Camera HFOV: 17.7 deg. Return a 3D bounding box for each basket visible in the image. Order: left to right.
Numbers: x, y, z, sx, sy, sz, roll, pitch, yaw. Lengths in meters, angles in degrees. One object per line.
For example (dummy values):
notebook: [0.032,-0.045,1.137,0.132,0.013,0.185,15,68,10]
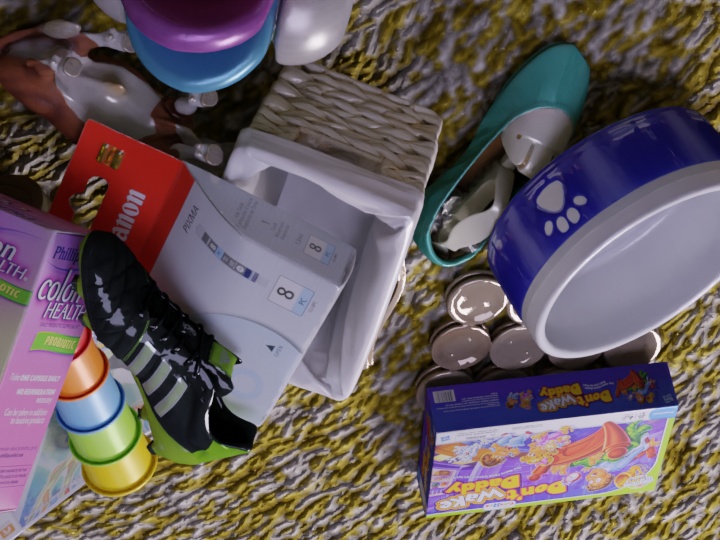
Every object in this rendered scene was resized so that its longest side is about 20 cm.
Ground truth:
basket: [-0.031,-0.031,1.617,0.135,0.124,0.200,22,135,1]

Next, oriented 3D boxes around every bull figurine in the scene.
bull figurine: [-0.155,-0.106,1.569,0.200,0.065,0.121,27,159,-27]

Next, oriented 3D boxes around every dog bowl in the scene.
dog bowl: [0.196,-0.027,1.709,0.200,0.079,0.200,-26,153,-14]

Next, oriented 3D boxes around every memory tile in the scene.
memory tile: [0.150,0.057,1.866,0.199,0.017,0.154,1,132,-16]

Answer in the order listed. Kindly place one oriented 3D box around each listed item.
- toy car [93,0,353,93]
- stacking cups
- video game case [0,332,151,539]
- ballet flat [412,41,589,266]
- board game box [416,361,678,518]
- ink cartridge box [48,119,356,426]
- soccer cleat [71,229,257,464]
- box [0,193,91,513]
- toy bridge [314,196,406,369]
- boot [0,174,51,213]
toy car: [-0.092,-0.198,1.440,0.174,0.150,0.200,16,131,3]
stacking cups: [-0.195,0.086,1.667,0.060,0.061,0.200,-15,141,-2]
video game case: [-0.225,0.102,1.725,0.200,0.022,0.183,-38,146,-13]
ballet flat: [0.109,-0.075,1.692,0.067,0.071,0.200,21,123,-30]
board game box: [0.151,0.140,1.902,0.199,0.045,0.135,-6,145,-7]
ink cartridge box: [-0.122,0.004,1.565,0.199,0.047,0.160,26,135,-5]
soccer cleat: [-0.128,0.049,1.545,0.081,0.068,0.200,-6,130,21]
box: [-0.290,0.039,1.551,0.201,0.175,0.097,-70,161,4]
toy bridge: [0.000,0.000,1.761,0.067,0.027,0.200,-11,133,-7]
boot: [-0.273,0.029,1.682,0.200,0.073,0.155,-38,136,9]
